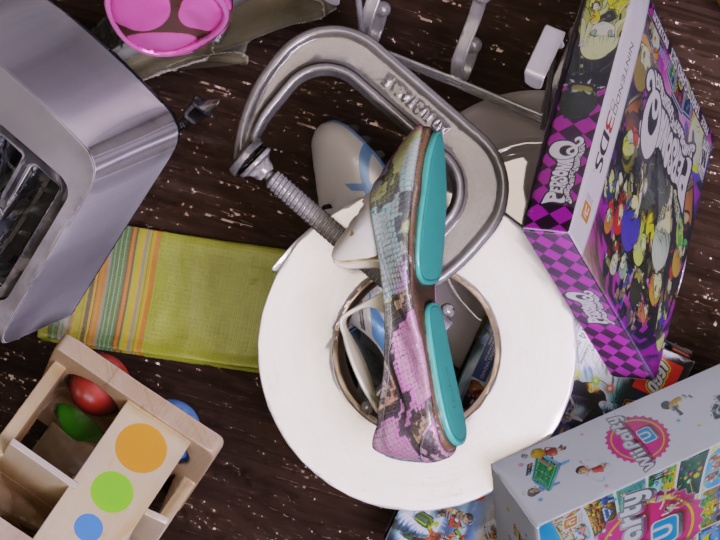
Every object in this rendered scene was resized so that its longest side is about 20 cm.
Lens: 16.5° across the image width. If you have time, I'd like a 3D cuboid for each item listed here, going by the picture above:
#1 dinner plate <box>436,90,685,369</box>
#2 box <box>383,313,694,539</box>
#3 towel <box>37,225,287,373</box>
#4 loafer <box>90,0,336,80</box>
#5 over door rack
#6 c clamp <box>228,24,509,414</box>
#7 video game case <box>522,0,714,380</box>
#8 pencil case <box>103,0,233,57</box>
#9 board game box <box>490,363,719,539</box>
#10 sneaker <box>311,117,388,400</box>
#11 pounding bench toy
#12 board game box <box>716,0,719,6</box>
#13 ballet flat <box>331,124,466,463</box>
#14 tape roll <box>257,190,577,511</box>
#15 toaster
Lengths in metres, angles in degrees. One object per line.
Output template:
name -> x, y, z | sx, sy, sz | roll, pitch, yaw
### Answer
dinner plate -> 0.118, -0.019, 1.645 | 0.199, 0.024, 0.202 | 0, 92, 3
box -> 0.116, 0.117, 1.628 | 0.136, 0.040, 0.201 | 24, 100, -1
towel -> -0.115, 0.019, 1.664 | 0.199, 0.018, 0.087 | 8, 93, 3
loafer -> -0.102, -0.155, 1.625 | 0.199, 0.075, 0.070 | -25, 119, 16
over door rack -> 0.065, -0.154, 1.550 | 0.147, 0.200, 0.067 | 22, 87, 8
c clamp -> -0.003, -0.043, 1.514 | 0.171, 0.027, 0.200 | -43, 87, 1
video game case -> 0.163, -0.056, 1.527 | 0.036, 0.200, 0.182 | 6, 64, 26
pencil case -> -0.114, -0.237, 1.571 | 0.090, 0.094, 0.201 | -19, 48, 26
board game box -> 0.183, 0.149, 1.555 | 0.199, 0.148, 0.064 | -22, 46, -15
sneaker -> 0.000, 0.000, 1.624 | 0.072, 0.072, 0.201 | -16, 93, -28
pounding bench toy -> -0.191, 0.155, 1.628 | 0.124, 0.200, 0.156 | 34, 62, 0
board game box -> 0.275, -0.260, 1.617 | 0.152, 0.040, 0.201 | -28, 90, 4
ballet flat -> 0.020, 0.015, 1.475 | 0.071, 0.069, 0.201 | -5, 87, 17
tape roll -> 0.035, 0.049, 1.558 | 0.201, 0.071, 0.204 | 0, 89, 4
toaster -> -0.227, -0.078, 1.578 | 0.181, 0.119, 0.200 | 40, 119, 8
